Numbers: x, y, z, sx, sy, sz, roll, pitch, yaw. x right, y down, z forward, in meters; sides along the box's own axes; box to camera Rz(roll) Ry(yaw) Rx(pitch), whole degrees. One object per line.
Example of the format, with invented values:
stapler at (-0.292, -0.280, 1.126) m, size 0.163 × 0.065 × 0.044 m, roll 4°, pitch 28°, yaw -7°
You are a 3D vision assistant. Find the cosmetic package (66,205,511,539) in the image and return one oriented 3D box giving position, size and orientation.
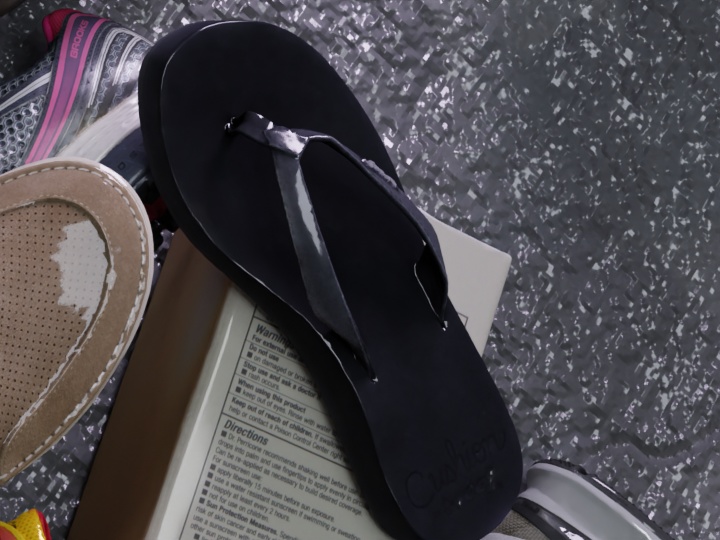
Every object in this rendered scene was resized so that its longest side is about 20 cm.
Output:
cosmetic package at (-0.032, 0.069, 0.951) m, size 0.105 × 0.071 × 0.200 m, roll 27°, pitch 71°, yaw -25°

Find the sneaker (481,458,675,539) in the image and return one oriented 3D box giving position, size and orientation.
sneaker at (0.109, 0.171, 0.997) m, size 0.200 × 0.076 × 0.115 m, roll 37°, pitch 76°, yaw 15°

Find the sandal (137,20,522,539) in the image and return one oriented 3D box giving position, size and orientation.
sandal at (0.001, 0.000, 0.907) m, size 0.076 × 0.043 × 0.200 m, roll -42°, pitch 108°, yaw -29°

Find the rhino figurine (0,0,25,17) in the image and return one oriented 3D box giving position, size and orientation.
rhino figurine at (-0.082, -0.133, 0.939) m, size 0.200 × 0.087 × 0.060 m, roll -28°, pitch 98°, yaw -29°

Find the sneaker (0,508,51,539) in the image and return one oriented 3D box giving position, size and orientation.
sneaker at (-0.135, 0.107, 0.860) m, size 0.200 × 0.073 × 0.077 m, roll 14°, pitch 75°, yaw 3°

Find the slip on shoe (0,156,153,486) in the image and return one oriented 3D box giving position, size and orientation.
slip on shoe at (-0.137, 0.040, 0.811) m, size 0.200 × 0.061 × 0.076 m, roll -40°, pitch 87°, yaw -16°

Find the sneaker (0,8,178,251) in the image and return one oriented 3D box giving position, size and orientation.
sneaker at (-0.132, -0.004, 0.910) m, size 0.075 × 0.081 × 0.200 m, roll 40°, pitch 63°, yaw 12°
